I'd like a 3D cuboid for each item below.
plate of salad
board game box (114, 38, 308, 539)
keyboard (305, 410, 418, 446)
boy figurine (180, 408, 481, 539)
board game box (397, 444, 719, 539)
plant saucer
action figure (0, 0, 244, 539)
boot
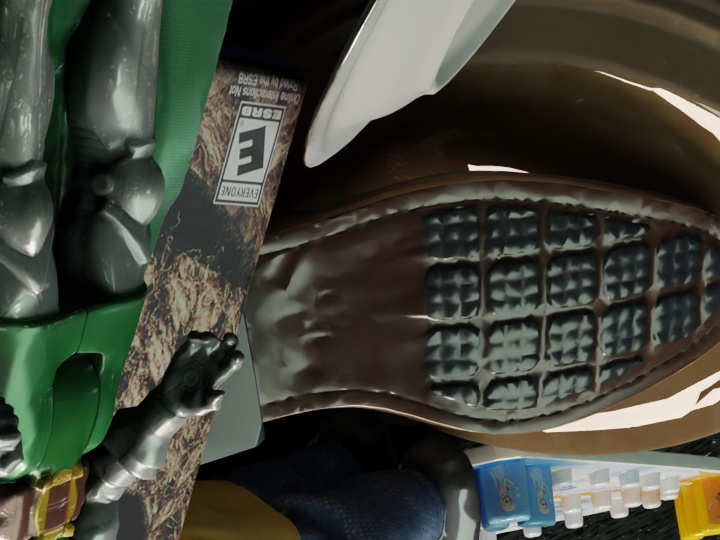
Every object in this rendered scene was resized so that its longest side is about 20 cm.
[{"bbox_3d":[0.037,-0.111,0.611,0.201,0.048,0.200,-56,176,-5],"label":"plate of salad"},{"bbox_3d":[-0.120,0.031,0.598,0.159,0.096,0.201,2,107,-52],"label":"board game box"},{"bbox_3d":[0.039,0.016,0.883,0.056,0.011,0.200,-14,162,-30],"label":"keyboard"},{"bbox_3d":[-0.052,0.094,0.781,0.199,0.124,0.065,-20,115,-41],"label":"boy figurine"},{"bbox_3d":[0.020,0.096,0.976,0.199,0.026,0.199,-16,167,30],"label":"board game box"},{"bbox_3d":[0.054,-0.010,0.775,0.198,0.030,0.201,6,139,6],"label":"plant saucer"},{"bbox_3d":[-0.066,0.020,0.537,0.118,0.054,0.201,-16,125,-50],"label":"action figure"},{"bbox_3d":[0.000,0.000,0.737,0.198,0.097,0.075,-7,109,-16],"label":"boot"}]
